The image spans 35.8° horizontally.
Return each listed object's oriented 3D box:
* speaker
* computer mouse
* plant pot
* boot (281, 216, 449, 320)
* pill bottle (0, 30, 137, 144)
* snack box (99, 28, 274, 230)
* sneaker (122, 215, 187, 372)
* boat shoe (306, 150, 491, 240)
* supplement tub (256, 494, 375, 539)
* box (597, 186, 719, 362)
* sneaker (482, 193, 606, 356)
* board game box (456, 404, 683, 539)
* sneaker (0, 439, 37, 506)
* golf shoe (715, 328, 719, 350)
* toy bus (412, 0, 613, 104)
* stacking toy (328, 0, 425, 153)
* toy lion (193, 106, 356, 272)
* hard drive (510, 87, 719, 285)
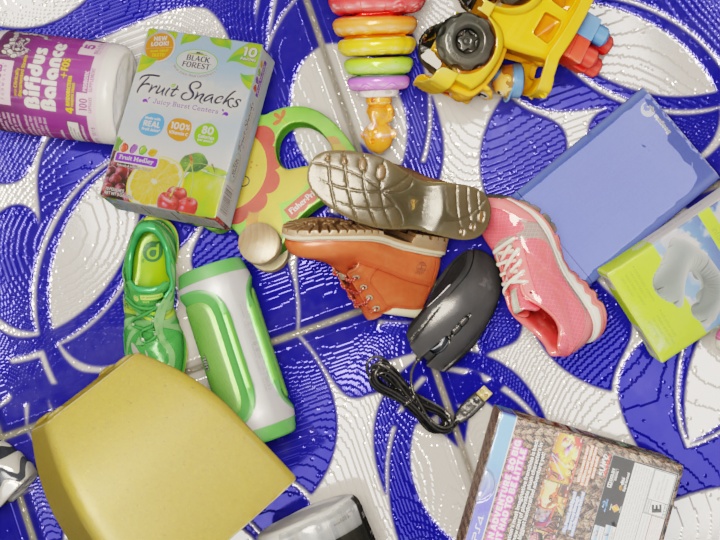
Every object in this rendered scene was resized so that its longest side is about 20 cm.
[{"bbox_3d":[-0.136,0.091,1.227,0.088,0.088,0.201,-18,87,3],"label":"speaker"},{"bbox_3d":[0.113,0.084,1.219,0.140,0.046,0.200,46,76,-19],"label":"computer mouse"},{"bbox_3d":[-0.224,0.199,1.129,0.195,0.194,0.200,-40,96,-26],"label":"plant pot"},{"bbox_3d":[0.000,0.000,1.196,0.199,0.075,0.108,9,100,-31],"label":"boot"},{"bbox_3d":[-0.357,-0.206,1.238,0.199,0.112,0.113,7,88,3],"label":"pill bottle"},{"bbox_3d":[-0.189,-0.156,1.223,0.142,0.053,0.201,12,79,14],"label":"snack box"},{"bbox_3d":[-0.236,0.039,1.236,0.074,0.084,0.201,-5,88,3],"label":"sneaker"},{"bbox_3d":[0.036,-0.077,1.183,0.199,0.068,0.072,14,91,-11],"label":"boat shoe"},{"bbox_3d":[-0.022,0.353,1.192,0.122,0.123,0.201,-23,86,2],"label":"supplement tub"},{"bbox_3d":[0.375,-0.005,1.210,0.200,0.048,0.122,-34,98,2],"label":"box"},{"bbox_3d":[0.183,0.005,1.199,0.087,0.074,0.200,-35,85,-39],"label":"sneaker"},{"bbox_3d":[0.219,0.250,1.193,0.199,0.097,0.160,17,89,4],"label":"board game box"},{"bbox_3d":[-0.475,0.251,1.245,0.199,0.079,0.130,-45,85,1],"label":"sneaker"},{"bbox_3d":[0.465,0.131,1.197,0.199,0.075,0.092,28,93,5],"label":"golf shoe"},{"bbox_3d":[0.176,-0.251,1.211,0.192,0.136,0.200,30,92,-12],"label":"toy bus"},{"bbox_3d":[0.020,-0.230,1.230,0.116,0.110,0.201,2,101,25],"label":"stacking toy"},{"bbox_3d":[-0.113,-0.111,1.251,0.200,0.069,0.192,-39,79,1],"label":"toy lion"},{"bbox_3d":[0.277,-0.088,1.239,0.200,0.025,0.132,-40,86,1],"label":"hard drive"}]
